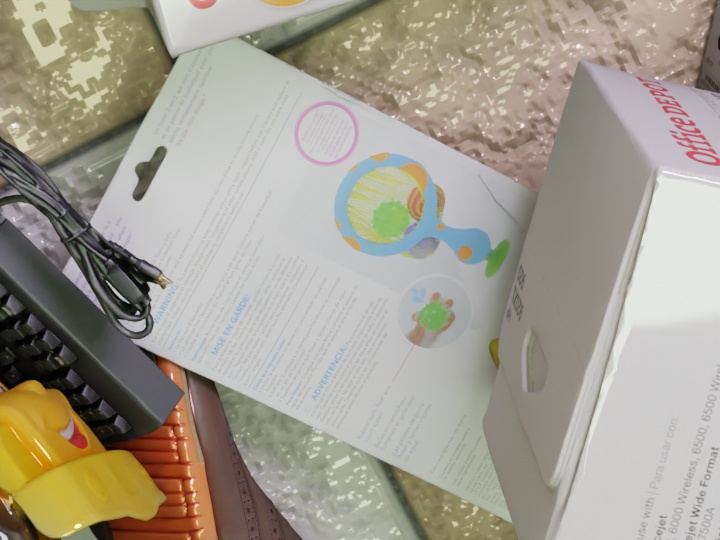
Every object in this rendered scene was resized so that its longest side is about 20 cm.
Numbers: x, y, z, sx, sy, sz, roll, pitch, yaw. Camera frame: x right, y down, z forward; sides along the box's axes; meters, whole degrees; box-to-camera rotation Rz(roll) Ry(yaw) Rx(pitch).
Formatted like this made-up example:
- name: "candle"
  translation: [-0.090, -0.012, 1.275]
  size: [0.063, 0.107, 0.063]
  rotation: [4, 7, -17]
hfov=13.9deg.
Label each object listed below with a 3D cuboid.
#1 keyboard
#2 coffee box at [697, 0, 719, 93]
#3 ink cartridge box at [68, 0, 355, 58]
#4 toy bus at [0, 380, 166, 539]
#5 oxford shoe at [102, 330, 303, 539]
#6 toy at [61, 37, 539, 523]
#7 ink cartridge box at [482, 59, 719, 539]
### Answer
- name: "keyboard"
  translation: [-0.139, -0.014, 1.021]
  size: [0.200, 0.127, 0.021]
  rotation: [44, 54, -16]
- name: "coffee box"
  translation: [0.178, -0.025, 1.082]
  size: [0.113, 0.080, 0.200]
  rotation: [8, 106, -11]
- name: "ink cartridge box"
  translation: [-0.017, -0.162, 0.984]
  size: [0.200, 0.125, 0.129]
  rotation: [-18, 110, -3]
- name: "toy bus"
  translation: [-0.197, 0.073, 1.031]
  size: [0.200, 0.136, 0.192]
  rotation: [-34, 83, 7]
- name: "oxford shoe"
  translation: [-0.050, 0.110, 1.109]
  size: [0.073, 0.071, 0.200]
  rotation: [-21, 106, -37]
- name: "toy"
  translation: [0.000, 0.000, 1.080]
  size: [0.200, 0.047, 0.115]
  rotation: [27, 99, -13]
- name: "ink cartridge box"
  translation: [0.158, 0.033, 0.978]
  size: [0.200, 0.147, 0.145]
  rotation: [12, 105, -9]
